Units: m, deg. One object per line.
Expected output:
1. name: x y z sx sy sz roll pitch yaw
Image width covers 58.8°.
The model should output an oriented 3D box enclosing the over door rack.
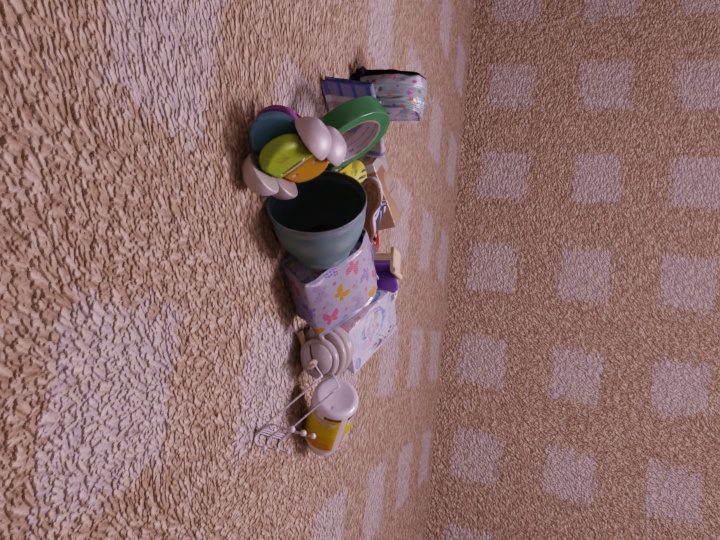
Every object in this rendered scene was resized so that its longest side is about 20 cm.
1. over door rack: -0.121 0.302 1.344 0.201 0.066 0.148 -51 157 -6

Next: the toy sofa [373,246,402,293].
1. toy sofa: 0.000 0.000 1.570 0.083 0.196 0.099 43 49 -69

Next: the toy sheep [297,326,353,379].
1. toy sheep: -0.081 0.184 1.477 0.200 0.136 0.140 -29 122 -61

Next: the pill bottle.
1. pill bottle: -0.074 0.354 1.512 0.110 0.108 0.202 -66 175 -47

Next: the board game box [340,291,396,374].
1. board game box: 0.024 0.160 1.794 0.199 0.043 0.202 -44 148 -30

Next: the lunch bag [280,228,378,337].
1. lunch bag: -0.056 0.016 1.407 0.198 0.127 0.171 -32 136 -19

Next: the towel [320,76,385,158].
1. towel: -0.016 -0.361 1.524 0.024 0.145 0.202 -53 146 -35

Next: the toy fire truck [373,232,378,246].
1. toy fire truck: 0.037 -0.077 1.928 0.141 0.048 0.203 53 43 -66

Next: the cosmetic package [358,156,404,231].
1. cosmetic package: 0.052 -0.227 1.814 0.202 0.070 0.106 67 30 -27

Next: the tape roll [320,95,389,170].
1. tape roll: -0.030 -0.301 1.420 0.049 0.199 0.200 57 12 12

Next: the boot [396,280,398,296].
1. boot: 0.036 0.085 1.868 0.202 0.071 0.155 -59 154 -8

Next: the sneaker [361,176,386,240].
1. sneaker: 0.030 -0.181 1.641 0.202 0.069 0.109 97 13 -47

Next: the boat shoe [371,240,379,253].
1. boat shoe: -0.011 -0.046 1.760 0.200 0.071 0.074 -26 100 -65

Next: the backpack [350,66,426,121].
1. backpack: 0.083 -0.471 1.722 0.167 0.197 0.129 -8 102 -73

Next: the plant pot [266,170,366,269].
1. plant pot: -0.081 -0.089 1.295 0.202 0.197 0.136 -68 161 -44

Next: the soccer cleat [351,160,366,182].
1. soccer cleat: -0.029 -0.224 1.646 0.084 0.064 0.202 75 26 -48

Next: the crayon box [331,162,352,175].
1. crayon box: -0.076 -0.143 1.451 0.127 0.050 0.203 -52 159 -61

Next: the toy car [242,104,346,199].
1. toy car: -0.135 -0.233 1.183 0.151 0.174 0.200 60 16 7
